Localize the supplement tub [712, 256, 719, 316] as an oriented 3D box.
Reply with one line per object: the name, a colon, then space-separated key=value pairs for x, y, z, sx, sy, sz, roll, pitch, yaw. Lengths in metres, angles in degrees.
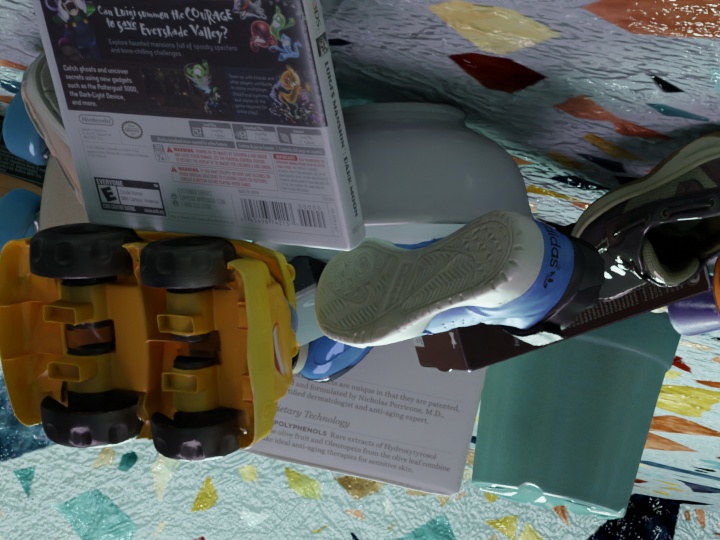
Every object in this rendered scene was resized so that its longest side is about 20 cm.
supplement tub: x=0.307 y=0.004 z=1.505 sx=0.106 sy=0.108 sz=0.200 roll=13 pitch=170 yaw=-6

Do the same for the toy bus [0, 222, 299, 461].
toy bus: x=-0.105 y=0.033 z=1.410 sx=0.199 sy=0.137 sz=0.192 roll=5 pitch=-168 yaw=33

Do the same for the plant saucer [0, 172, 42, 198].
plant saucer: x=-0.331 y=-0.058 z=1.857 sx=0.199 sy=0.038 sz=0.200 roll=14 pitch=170 yaw=2

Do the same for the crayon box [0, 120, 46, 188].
crayon box: x=-0.313 y=-0.087 z=1.924 sx=0.126 sy=0.051 sz=0.200 roll=16 pitch=169 yaw=-20

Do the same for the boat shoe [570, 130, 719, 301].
boat shoe: x=0.199 y=-0.022 z=1.439 sx=0.071 sy=0.066 sz=0.201 roll=20 pitch=146 yaw=-22

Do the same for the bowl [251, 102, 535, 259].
bowl: x=0.025 y=-0.061 z=1.478 sx=0.200 sy=0.091 sz=0.201 roll=-1 pitch=173 yaw=0

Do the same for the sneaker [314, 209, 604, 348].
sneaker: x=0.068 y=0.015 z=1.410 sx=0.111 sy=0.077 sz=0.199 roll=17 pitch=155 yaw=-40

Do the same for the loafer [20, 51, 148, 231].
loafer: x=-0.176 y=-0.067 z=1.563 sx=0.201 sy=0.072 sz=0.063 roll=58 pitch=153 yaw=-6

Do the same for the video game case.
video game case: x=-0.099 y=-0.104 z=1.291 sx=0.199 sy=0.183 sz=0.023 roll=7 pitch=-148 yaw=32

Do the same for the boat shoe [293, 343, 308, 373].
boat shoe: x=-0.121 y=0.032 z=1.746 sx=0.063 sy=0.074 sz=0.201 roll=-7 pitch=-156 yaw=-35

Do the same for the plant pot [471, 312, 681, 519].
plant pot: x=0.193 y=0.122 z=2.052 sx=0.199 sy=0.197 sz=0.200 roll=13 pitch=170 yaw=2

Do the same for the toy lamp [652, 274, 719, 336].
toy lamp: x=0.235 y=0.023 z=1.860 sx=0.199 sy=0.059 sz=0.058 roll=7 pitch=169 yaw=44

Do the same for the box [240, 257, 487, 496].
box: x=0.010 y=0.063 z=1.845 sx=0.199 sy=0.172 sz=0.199 roll=11 pitch=-165 yaw=2

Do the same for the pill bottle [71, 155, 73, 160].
pill bottle: x=-0.113 y=-0.093 z=1.444 sx=0.119 sy=0.120 sz=0.200 roll=17 pitch=169 yaw=-27

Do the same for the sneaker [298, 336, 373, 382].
sneaker: x=0.000 y=0.000 z=1.676 sx=0.078 sy=0.200 sz=0.066 roll=14 pitch=-151 yaw=-54

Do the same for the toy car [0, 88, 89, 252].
toy car: x=-0.157 y=-0.061 z=1.706 sx=0.184 sy=0.178 sz=0.200 roll=22 pitch=-157 yaw=21

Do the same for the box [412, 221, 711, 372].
box: x=0.139 y=0.010 z=1.577 sx=0.199 sy=0.075 sz=0.100 roll=-19 pitch=-174 yaw=-18

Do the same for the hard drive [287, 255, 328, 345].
hard drive: x=-0.100 y=0.050 z=1.590 sx=0.199 sy=0.033 sz=0.139 roll=-26 pitch=166 yaw=13
